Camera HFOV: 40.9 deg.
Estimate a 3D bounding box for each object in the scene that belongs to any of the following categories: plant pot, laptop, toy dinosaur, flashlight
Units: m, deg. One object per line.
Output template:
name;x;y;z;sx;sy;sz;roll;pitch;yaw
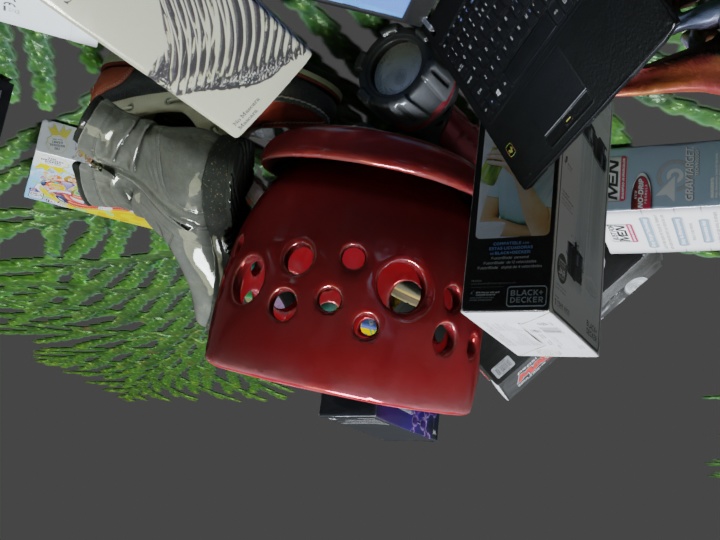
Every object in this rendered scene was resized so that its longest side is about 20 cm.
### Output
plant pot;0.000;0.000;0.713;0.200;0.183;0.200;11;174;1
laptop;0.040;-0.148;0.526;0.103;0.200;0.177;-25;168;-23
toy dinosaur;0.246;-0.102;0.531;0.182;0.200;0.105;50;-177;42
flashlight;0.073;-0.111;0.723;0.068;0.068;0.200;49;-167;35

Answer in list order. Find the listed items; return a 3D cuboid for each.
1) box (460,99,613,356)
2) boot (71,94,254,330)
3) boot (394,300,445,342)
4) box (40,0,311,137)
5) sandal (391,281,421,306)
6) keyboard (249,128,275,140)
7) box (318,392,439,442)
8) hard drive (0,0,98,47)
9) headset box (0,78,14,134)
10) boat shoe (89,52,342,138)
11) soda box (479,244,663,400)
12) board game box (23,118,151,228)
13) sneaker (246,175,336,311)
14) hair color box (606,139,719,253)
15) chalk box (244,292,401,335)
box;0.126;-0.051;0.659;0.060;0.201;0.117;-1;162;29
boot;-0.152;-0.044;0.750;0.130;0.068;0.200;16;136;7
boot;0.128;0.041;0.999;0.200;0.069;0.174;-34;161;8
box;-0.123;-0.165;0.574;0.200;0.082;0.068;30;-164;-52
sandal;0.010;-0.026;0.857;0.200;0.054;0.080;38;-176;-34
keyboard;-0.108;-0.152;0.748;0.056;0.011;0.200;5;161;6
box;0.033;0.081;1.091;0.079;0.201;0.141;-4;159;30
hard drive;-0.261;-0.208;0.614;0.199;0.027;0.132;12;161;-17
headset box;-0.424;-0.134;0.792;0.174;0.093;0.200;-11;154;42
boat shoe;-0.113;-0.122;0.729;0.199;0.063;0.071;7;160;13
soda box;0.187;0.028;0.900;0.200;0.063;0.071;-41;154;1
board game box;-0.224;-0.084;0.959;0.199;0.034;0.134;14;160;-19
sneaker;-0.098;-0.031;0.844;0.200;0.080;0.071;47;-176;13
hair color box;0.296;-0.060;0.788;0.199;0.061;0.099;-2;159;25
chalk box;-0.059;0.005;0.956;0.124;0.125;0.200;-12;165;29
